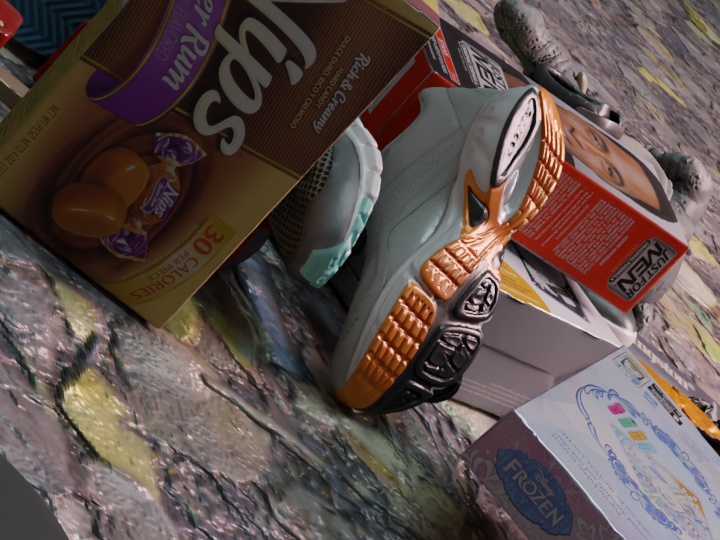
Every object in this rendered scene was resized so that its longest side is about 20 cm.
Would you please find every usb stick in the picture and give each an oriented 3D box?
[{"bbox_3d":[0.184,0.062,1.673,0.200,0.033,0.055,41,16,-12],"label":"usb stick"}]

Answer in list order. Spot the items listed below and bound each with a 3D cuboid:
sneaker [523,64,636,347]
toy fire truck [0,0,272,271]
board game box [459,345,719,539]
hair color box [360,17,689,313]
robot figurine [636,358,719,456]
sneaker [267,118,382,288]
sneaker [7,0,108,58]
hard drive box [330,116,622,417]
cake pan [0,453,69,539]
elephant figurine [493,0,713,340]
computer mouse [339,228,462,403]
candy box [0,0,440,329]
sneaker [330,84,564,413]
[{"bbox_3d":[0.136,-0.049,1.559,0.071,0.099,0.200,17,34,-55],"label":"sneaker"},{"bbox_3d":[-0.130,-0.073,1.238,0.200,0.049,0.141,46,18,-2],"label":"toy fire truck"},{"bbox_3d":[0.157,0.140,1.249,0.200,0.043,0.199,50,20,9],"label":"board game box"},{"bbox_3d":[0.091,-0.067,1.435,0.200,0.061,0.102,32,23,-26],"label":"hair color box"},{"bbox_3d":[0.193,0.115,1.525,0.200,0.058,0.145,33,20,-31],"label":"robot figurine"},{"bbox_3d":[-0.047,-0.073,1.253,0.091,0.078,0.200,16,39,-24],"label":"sneaker"},{"bbox_3d":[-0.111,-0.119,1.349,0.200,0.077,0.081,40,16,-21],"label":"sneaker"},{"bbox_3d":[0.042,-0.015,1.452,0.156,0.077,0.200,24,26,-50],"label":"hard drive box"},{"bbox_3d":[-0.167,0.076,0.765,0.200,0.037,0.200,33,14,-9],"label":"cake pan"},{"bbox_3d":[0.148,-0.066,1.718,0.155,0.142,0.200,39,-1,41],"label":"elephant figurine"},{"bbox_3d":[0.000,0.000,1.361,0.200,0.059,0.034,57,6,32],"label":"computer mouse"},{"bbox_3d":[-0.071,-0.084,1.138,0.117,0.200,0.056,40,18,-16],"label":"candy box"},{"bbox_3d":[0.029,-0.014,1.308,0.092,0.200,0.076,13,-28,40],"label":"sneaker"}]
